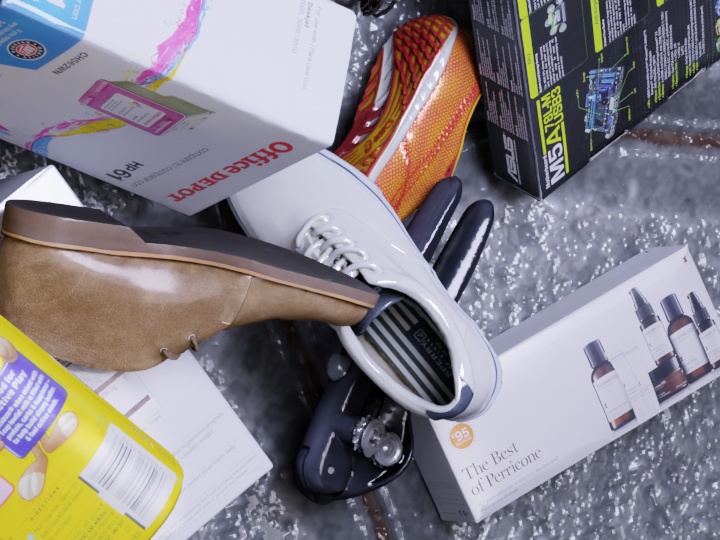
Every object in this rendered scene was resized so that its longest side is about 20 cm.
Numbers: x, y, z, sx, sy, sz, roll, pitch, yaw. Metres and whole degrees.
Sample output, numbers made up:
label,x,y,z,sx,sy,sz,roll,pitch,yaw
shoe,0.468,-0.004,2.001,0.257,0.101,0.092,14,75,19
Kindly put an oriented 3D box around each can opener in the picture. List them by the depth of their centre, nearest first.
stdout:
label,x,y,z,sx,sy,sz,roll,pitch,yaw
can opener,0.016,0.039,1.585,0.063,0.079,0.200,29,84,-41

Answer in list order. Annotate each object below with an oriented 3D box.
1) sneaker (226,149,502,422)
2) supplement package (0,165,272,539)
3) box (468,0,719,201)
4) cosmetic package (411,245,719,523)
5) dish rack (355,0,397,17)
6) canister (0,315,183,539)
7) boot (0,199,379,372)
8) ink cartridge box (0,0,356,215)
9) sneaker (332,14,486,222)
label,x,y,z,sx,sy,sz,roll,pitch,yaw
sneaker,0.000,0.000,1.518,0.200,0.071,0.073,44,98,8
supplement package,-0.160,0.058,1.499,0.109,0.114,0.200,-40,103,-19
box,0.145,-0.169,1.618,0.193,0.047,0.200,-36,139,-24
cosmetic package,0.121,0.065,1.659,0.200,0.051,0.083,-30,99,-22
dish rack,0.029,-0.243,1.580,0.054,0.153,0.201,4,86,-7
canister,-0.203,0.089,1.372,0.200,0.087,0.149,41,90,-22
boot,-0.090,0.016,1.443,0.200,0.074,0.076,9,96,-17
ink cartridge box,-0.124,-0.114,1.461,0.200,0.144,0.085,21,65,-30
sneaker,0.016,-0.050,1.609,0.077,0.073,0.200,43,77,-36
